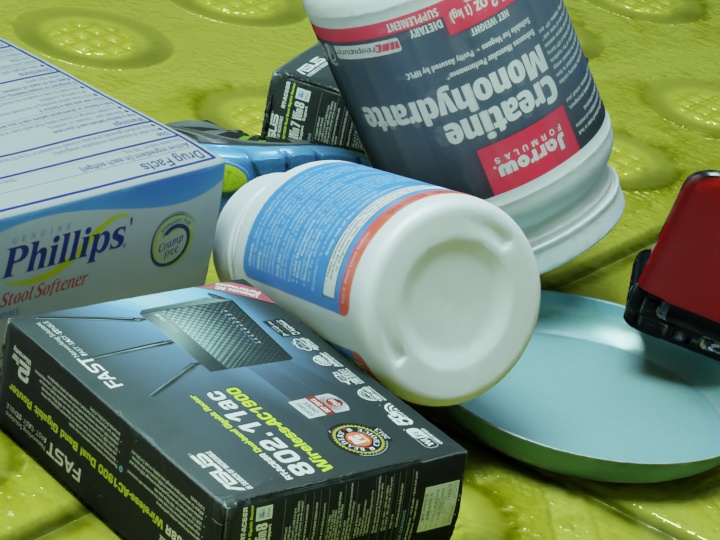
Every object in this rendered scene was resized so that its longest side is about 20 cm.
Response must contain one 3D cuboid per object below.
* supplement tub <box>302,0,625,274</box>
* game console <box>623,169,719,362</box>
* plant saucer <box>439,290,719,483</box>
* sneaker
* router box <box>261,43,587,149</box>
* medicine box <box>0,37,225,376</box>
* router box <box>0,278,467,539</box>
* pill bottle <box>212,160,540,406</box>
[{"bbox_3d":[0.062,-0.105,1.653,0.140,0.200,0.140,-21,21,8],"label":"supplement tub"},{"bbox_3d":[0.262,0.007,1.618,0.200,0.119,0.172,22,18,2],"label":"game console"},{"bbox_3d":[0.123,0.067,1.585,0.200,0.027,0.200,9,24,-4],"label":"plant saucer"},{"bbox_3d":[-0.066,-0.060,1.722,0.199,0.071,0.083,6,27,-8],"label":"sneaker"},{"bbox_3d":[0.044,-0.107,1.863,0.150,0.062,0.200,18,25,17],"label":"router box"},{"bbox_3d":[-0.210,-0.038,1.572,0.200,0.103,0.182,29,30,33],"label":"medicine box"},{"bbox_3d":[-0.067,0.081,1.426,0.150,0.062,0.200,-11,33,-38],"label":"router box"},{"bbox_3d":[0.000,0.000,1.540,0.112,0.112,0.200,-3,12,-30],"label":"pill bottle"}]
